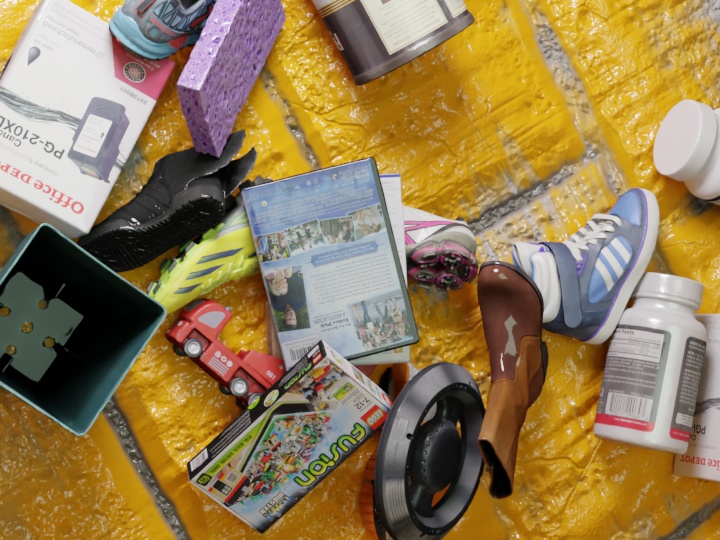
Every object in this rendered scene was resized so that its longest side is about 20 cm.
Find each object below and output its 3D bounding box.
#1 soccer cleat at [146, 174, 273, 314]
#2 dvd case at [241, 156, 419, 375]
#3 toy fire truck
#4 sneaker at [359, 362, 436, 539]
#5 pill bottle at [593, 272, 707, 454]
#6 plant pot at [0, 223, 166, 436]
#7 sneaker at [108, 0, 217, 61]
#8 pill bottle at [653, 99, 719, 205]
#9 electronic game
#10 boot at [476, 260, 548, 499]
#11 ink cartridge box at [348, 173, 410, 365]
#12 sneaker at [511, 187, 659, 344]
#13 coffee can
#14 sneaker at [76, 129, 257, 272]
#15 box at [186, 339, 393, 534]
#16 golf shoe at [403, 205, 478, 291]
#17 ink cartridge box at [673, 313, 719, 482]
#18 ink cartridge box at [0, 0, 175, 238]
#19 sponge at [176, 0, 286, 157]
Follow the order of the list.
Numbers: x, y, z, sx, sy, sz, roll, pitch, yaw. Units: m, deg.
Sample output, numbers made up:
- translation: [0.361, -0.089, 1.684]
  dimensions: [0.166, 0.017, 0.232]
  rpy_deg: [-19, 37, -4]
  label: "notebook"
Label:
- translation: [-0.141, -0.014, 1.521]
  dimensions: [0.200, 0.065, 0.084]
  rpy_deg: [-47, 107, -23]
  label: "soccer cleat"
- translation: [-0.030, -0.004, 1.502]
  dimensions: [0.143, 0.018, 0.200]
  rpy_deg: [-14, 93, -4]
  label: "dvd case"
- translation: [-0.093, 0.081, 1.553]
  dimensions: [0.200, 0.049, 0.141]
  rpy_deg: [42, 74, -15]
  label: "toy fire truck"
- translation: [0.062, 0.205, 1.602]
  dimensions: [0.092, 0.076, 0.200]
  rpy_deg: [14, 85, -26]
  label: "sneaker"
- translation: [0.342, 0.107, 1.694]
  dimensions: [0.111, 0.111, 0.200]
  rpy_deg: [14, 84, -21]
  label: "pill bottle"
- translation: [-0.302, 0.057, 1.387]
  dimensions: [0.141, 0.200, 0.141]
  rpy_deg: [37, 75, -17]
  label: "plant pot"
- translation: [-0.165, -0.277, 1.468]
  dimensions: [0.079, 0.096, 0.200]
  rpy_deg: [42, 35, 0]
  label: "sneaker"
- translation: [0.459, -0.129, 1.745]
  dimensions: [0.200, 0.116, 0.116]
  rpy_deg: [18, 82, -21]
  label: "pill bottle"
- translation: [0.077, 0.196, 1.545]
  dimensions: [0.200, 0.042, 0.200]
  rpy_deg: [-18, 112, -52]
  label: "electronic game"
- translation: [0.146, 0.114, 1.569]
  dimensions: [0.200, 0.068, 0.188]
  rpy_deg: [-65, 152, -45]
  label: "boot"
- translation: [0.000, 0.000, 1.530]
  dimensions: [0.095, 0.037, 0.200]
  rpy_deg: [-3, 95, -5]
  label: "ink cartridge box"
- translation: [0.249, -0.025, 1.676]
  dimensions: [0.146, 0.081, 0.200]
  rpy_deg: [24, 85, -24]
  label: "sneaker"
- translation: [0.012, -0.319, 1.553]
  dimensions: [0.146, 0.146, 0.200]
  rpy_deg: [-32, 100, -19]
  label: "coffee can"
- translation: [-0.201, -0.073, 1.505]
  dimensions: [0.200, 0.104, 0.060]
  rpy_deg: [-22, 130, 11]
  label: "sneaker"
- translation: [-0.071, 0.174, 1.509]
  dimensions: [0.200, 0.035, 0.110]
  rpy_deg: [-43, 117, 12]
  label: "box"
- translation: [0.029, -0.031, 1.604]
  dimensions: [0.200, 0.073, 0.092]
  rpy_deg: [7, 43, -10]
  label: "golf shoe"
- translation: [0.451, 0.155, 1.718]
  dimensions: [0.083, 0.147, 0.200]
  rpy_deg: [9, 85, -20]
  label: "ink cartridge box"
- translation: [-0.298, -0.151, 1.456]
  dimensions: [0.145, 0.084, 0.200]
  rpy_deg: [29, 78, -19]
  label: "ink cartridge box"
- translation: [-0.130, -0.226, 1.487]
  dimensions: [0.030, 0.112, 0.200]
  rpy_deg: [13, 59, 15]
  label: "sponge"
